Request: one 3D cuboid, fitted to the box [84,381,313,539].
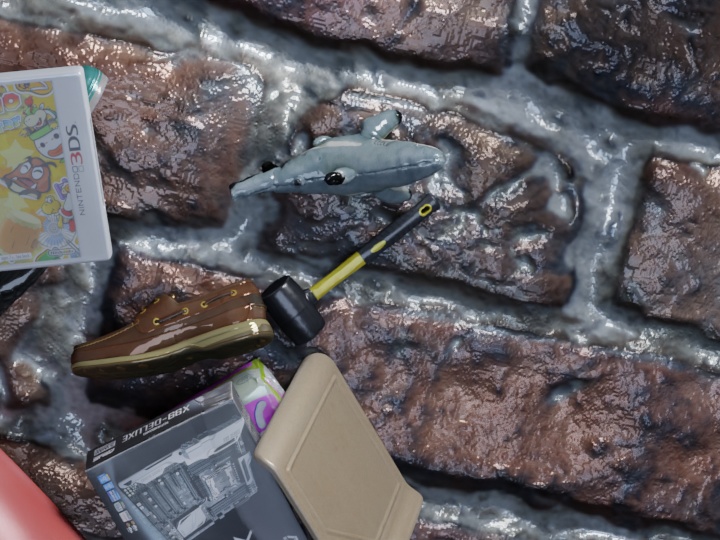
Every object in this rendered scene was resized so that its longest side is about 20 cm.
[{"bbox_3d":[-0.149,0.230,1.497,0.157,0.050,0.201,-25,108,1],"label":"box"}]

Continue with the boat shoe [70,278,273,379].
[{"bbox_3d":[-0.185,0.059,1.509,0.198,0.072,0.068,-14,75,3],"label":"boat shoe"}]

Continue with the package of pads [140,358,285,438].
[{"bbox_3d":[-0.110,0.206,1.557,0.154,0.068,0.201,-30,109,2],"label":"package of pads"}]

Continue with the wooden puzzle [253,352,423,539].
[{"bbox_3d":[-0.022,0.205,1.521,0.037,0.185,0.201,-25,109,28],"label":"wooden puzzle"}]

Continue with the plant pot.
[{"bbox_3d":[-0.386,0.244,1.468,0.199,0.200,0.178,-32,98,1],"label":"plant pot"}]

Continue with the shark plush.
[{"bbox_3d":[-0.024,-0.103,1.471,0.198,0.083,0.092,2,106,-10],"label":"shark plush"}]

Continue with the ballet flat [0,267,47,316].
[{"bbox_3d":[-0.357,0.019,1.481,0.200,0.057,0.066,-45,80,1],"label":"ballet flat"}]

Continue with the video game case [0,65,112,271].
[{"bbox_3d":[-0.333,-0.085,1.395,0.198,0.023,0.184,-6,115,-1],"label":"video game case"}]

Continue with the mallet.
[{"bbox_3d":[0.000,0.000,1.532,0.199,0.041,0.066,-31,105,-3],"label":"mallet"}]

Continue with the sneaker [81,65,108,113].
[{"bbox_3d":[-0.322,-0.128,1.423,0.200,0.071,0.080,-41,112,6],"label":"sneaker"}]
